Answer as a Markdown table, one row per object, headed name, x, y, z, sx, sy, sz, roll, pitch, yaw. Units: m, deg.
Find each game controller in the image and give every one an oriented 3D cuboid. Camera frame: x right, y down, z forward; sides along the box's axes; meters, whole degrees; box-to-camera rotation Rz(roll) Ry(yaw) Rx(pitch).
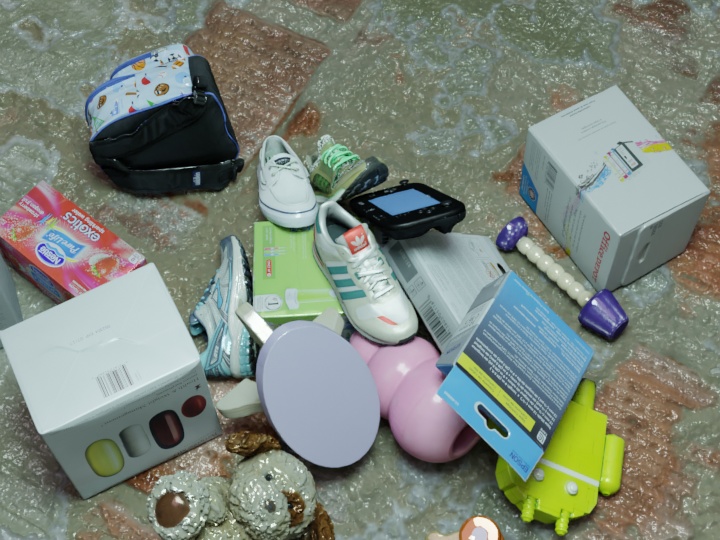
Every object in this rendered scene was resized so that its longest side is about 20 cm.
| name | x | y | z | sx | sy | sz | roll | pitch | yaw |
| --- | --- | --- | --- | --- | --- | --- | --- | --- | --- |
| game controller | 0.054 | -0.076 | 1.382 | 0.103 | 0.043 | 0.200 | -6 | 14 | -14 |

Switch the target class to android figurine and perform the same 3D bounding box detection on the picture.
| name | x | y | z | sx | sy | sz | roll | pitch | yaw |
| --- | --- | --- | --- | --- | --- | --- | --- | --- | --- |
| android figurine | 0.225 | 0.208 | 1.321 | 0.181 | 0.041 | 0.201 | 25 | 57 | -13 |

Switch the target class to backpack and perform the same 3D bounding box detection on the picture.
| name | x | y | z | sx | sy | sz | roll | pitch | yaw |
| --- | --- | --- | --- | --- | --- | --- | --- | --- | --- |
| backpack | -0.277 | -0.203 | 1.537 | 0.189 | 0.201 | 0.155 | -21 | 55 | -3 |

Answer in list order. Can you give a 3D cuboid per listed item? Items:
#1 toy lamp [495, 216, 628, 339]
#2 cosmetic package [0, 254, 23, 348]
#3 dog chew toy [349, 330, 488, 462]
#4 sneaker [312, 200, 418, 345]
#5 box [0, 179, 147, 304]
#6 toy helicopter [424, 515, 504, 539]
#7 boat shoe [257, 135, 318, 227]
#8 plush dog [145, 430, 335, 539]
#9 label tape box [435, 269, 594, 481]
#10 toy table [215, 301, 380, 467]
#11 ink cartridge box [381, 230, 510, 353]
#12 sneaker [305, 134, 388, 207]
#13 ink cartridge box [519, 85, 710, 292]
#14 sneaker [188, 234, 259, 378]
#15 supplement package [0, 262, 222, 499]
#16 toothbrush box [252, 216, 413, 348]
| name | x | y | z | sx | sy | sz | roll | pitch | yaw |
| --- | --- | --- | --- | --- | --- | --- | --- | --- | --- |
| toy lamp | 0.263 | 0.010 | 1.460 | 0.058 | 0.058 | 0.200 | -35 | 65 | -18 |
| cosmetic package | -0.478 | 0.010 | 1.398 | 0.073 | 0.201 | 0.102 | -19 | 59 | -10 |
| dog chew toy | 0.060 | 0.137 | 1.357 | 0.124 | 0.125 | 0.200 | -37 | 56 | -19 |
| sneaker | 0.000 | -0.001 | 1.350 | 0.070 | 0.094 | 0.200 | -26 | 58 | -15 |
| box | -0.372 | -0.012 | 1.470 | 0.199 | 0.096 | 0.100 | 35 | 66 | 21 |
| toy helicopter | 0.081 | 0.359 | 1.257 | 0.198 | 0.079 | 0.133 | -14 | 67 | 6 |
| boat shoe | -0.106 | -0.121 | 1.493 | 0.073 | 0.067 | 0.200 | -10 | 28 | -16 |
| plush dog | -0.123 | 0.277 | 1.251 | 0.171 | 0.160 | 0.201 | -37 | 89 | -14 |
| label tape box | 0.162 | 0.120 | 1.264 | 0.143 | 0.066 | 0.200 | 43 | 54 | -9 |
| toy table | -0.071 | 0.127 | 1.310 | 0.183 | 0.201 | 0.117 | -30 | 32 | -19 |
| ink cartridge box | 0.133 | 0.025 | 1.415 | 0.050 | 0.199 | 0.163 | -44 | 63 | 27 |
| sneaker | -0.032 | -0.134 | 1.468 | 0.077 | 0.200 | 0.089 | -26 | 95 | -24 |
| ink cartridge box | 0.325 | -0.103 | 1.474 | 0.144 | 0.148 | 0.201 | -26 | 61 | -14 |
| sneaker | -0.180 | 0.043 | 1.443 | 0.085 | 0.078 | 0.201 | -7 | 58 | 1 |
| supplement package | -0.283 | 0.133 | 1.318 | 0.190 | 0.201 | 0.148 | -25 | 61 | -12 |
| toothbrush box | -0.036 | 0.014 | 1.449 | 0.198 | 0.086 | 0.147 | -4 | 57 | 0 |
